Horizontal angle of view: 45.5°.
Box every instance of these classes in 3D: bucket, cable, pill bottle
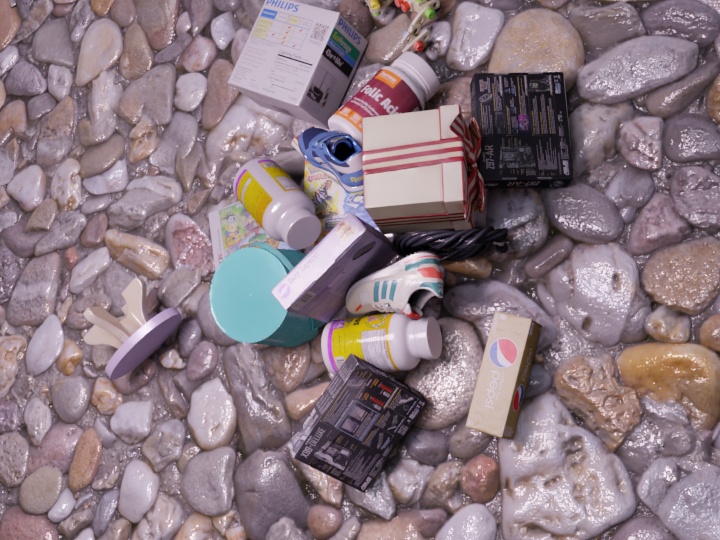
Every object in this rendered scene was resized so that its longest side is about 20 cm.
[{"bbox_3d":[-0.173,0.048,1.614,0.207,0.135,0.207,-2,85,25],"label":"bucket"},{"bbox_3d":[0.150,-0.042,1.455,0.200,0.163,0.051,-3,87,12],"label":"cable"},{"bbox_3d":[0.046,-0.303,1.589,0.114,0.114,0.200,38,78,29],"label":"pill bottle"},{"bbox_3d":[-0.155,-0.124,1.624,0.104,0.104,0.200,-50,49,8],"label":"pill bottle"},{"bbox_3d":[0.039,0.129,1.515,0.200,0.104,0.104,-9,74,25],"label":"pill bottle"}]

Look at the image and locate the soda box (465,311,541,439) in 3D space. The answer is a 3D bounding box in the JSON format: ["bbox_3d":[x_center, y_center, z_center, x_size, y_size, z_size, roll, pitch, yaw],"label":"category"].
[{"bbox_3d":[0.238,0.174,1.423,0.068,0.064,0.200,12,83,29],"label":"soda box"}]

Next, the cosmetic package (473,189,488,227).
[{"bbox_3d":[0.124,-0.137,1.528,0.200,0.071,0.102,2,77,14],"label":"cosmetic package"}]

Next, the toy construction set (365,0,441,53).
[{"bbox_3d":[0.078,-0.512,1.659,0.131,0.092,0.200,-32,71,-10],"label":"toy construction set"}]

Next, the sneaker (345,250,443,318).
[{"bbox_3d":[0.057,0.046,1.457,0.200,0.070,0.093,-29,60,29],"label":"sneaker"}]

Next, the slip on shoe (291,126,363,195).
[{"bbox_3d":[-0.054,-0.209,1.619,0.061,0.074,0.200,-49,55,4],"label":"slip on shoe"}]

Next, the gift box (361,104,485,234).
[{"bbox_3d":[0.107,-0.157,1.400,0.187,0.200,0.185,-5,81,11],"label":"gift box"}]

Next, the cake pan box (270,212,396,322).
[{"bbox_3d":[-0.041,0.004,1.470,0.200,0.184,0.052,-45,67,9],"label":"cake pan box"}]

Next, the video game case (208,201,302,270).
[{"bbox_3d":[-0.215,-0.064,1.742,0.200,0.022,0.182,-18,70,23],"label":"video game case"}]

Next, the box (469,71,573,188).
[{"bbox_3d":[0.275,-0.242,1.477,0.160,0.044,0.200,-2,75,-2],"label":"box"}]

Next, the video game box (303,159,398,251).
[{"bbox_3d":[-0.016,-0.136,1.644,0.200,0.047,0.182,-6,73,26],"label":"video game box"}]

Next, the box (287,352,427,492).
[{"bbox_3d":[-0.005,0.264,1.476,0.200,0.158,0.050,-57,24,5],"label":"box"}]

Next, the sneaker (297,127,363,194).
[{"bbox_3d":[-0.045,-0.216,1.534,0.074,0.082,0.200,-36,50,-18],"label":"sneaker"}]

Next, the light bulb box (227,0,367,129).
[{"bbox_3d":[-0.125,-0.420,1.724,0.198,0.125,0.200,24,89,31],"label":"light bulb box"}]

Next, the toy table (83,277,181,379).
[{"bbox_3d":[-0.473,0.115,1.759,0.200,0.184,0.117,-43,79,3],"label":"toy table"}]
